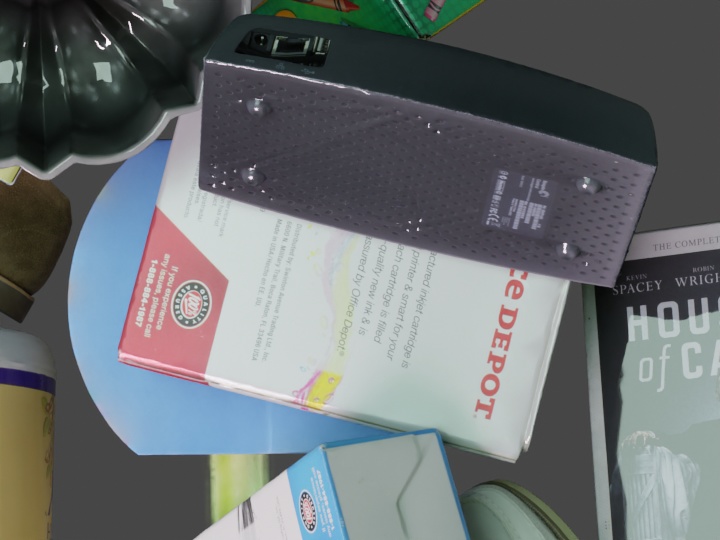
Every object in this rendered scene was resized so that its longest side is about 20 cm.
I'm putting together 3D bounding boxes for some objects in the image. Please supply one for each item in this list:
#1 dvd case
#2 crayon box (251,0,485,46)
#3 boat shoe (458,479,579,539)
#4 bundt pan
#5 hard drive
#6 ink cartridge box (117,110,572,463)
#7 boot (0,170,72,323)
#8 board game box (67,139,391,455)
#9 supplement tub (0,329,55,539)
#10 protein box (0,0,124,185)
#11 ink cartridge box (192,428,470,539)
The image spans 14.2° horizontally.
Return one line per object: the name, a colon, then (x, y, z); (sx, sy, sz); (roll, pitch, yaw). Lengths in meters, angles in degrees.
dvd case: (0.182, 0.075, 1.364); (0.150, 0.025, 0.200); (-8, 80, 22)
crayon box: (0.056, -0.160, 1.345); (0.200, 0.119, 0.058); (-36, 94, -29)
boat shoe: (0.081, 0.192, 1.354); (0.075, 0.068, 0.200); (-43, 64, 44)
bundt pan: (-0.147, -0.147, 1.309); (0.202, 0.076, 0.202); (-1, 100, -6)
hard drive: (0.029, -0.055, 1.289); (0.200, 0.135, 0.042); (13, 64, 2)
ink cartridge box: (0.000, 0.000, 1.390); (0.200, 0.083, 0.146); (15, 87, 4)
boot: (-0.241, -0.057, 1.508); (0.200, 0.074, 0.076); (34, 86, -18)
board game box: (-0.046, 0.013, 1.455); (0.200, 0.039, 0.158); (-1, 87, 3)
supplement tub: (-0.229, 0.132, 1.460); (0.145, 0.145, 0.200); (-3, 81, 23)
protein box: (-0.222, -0.161, 1.440); (0.198, 0.200, 0.135); (31, 96, -10)
ink cartridge box: (-0.018, 0.162, 1.383); (0.200, 0.068, 0.116); (-40, 61, 57)
